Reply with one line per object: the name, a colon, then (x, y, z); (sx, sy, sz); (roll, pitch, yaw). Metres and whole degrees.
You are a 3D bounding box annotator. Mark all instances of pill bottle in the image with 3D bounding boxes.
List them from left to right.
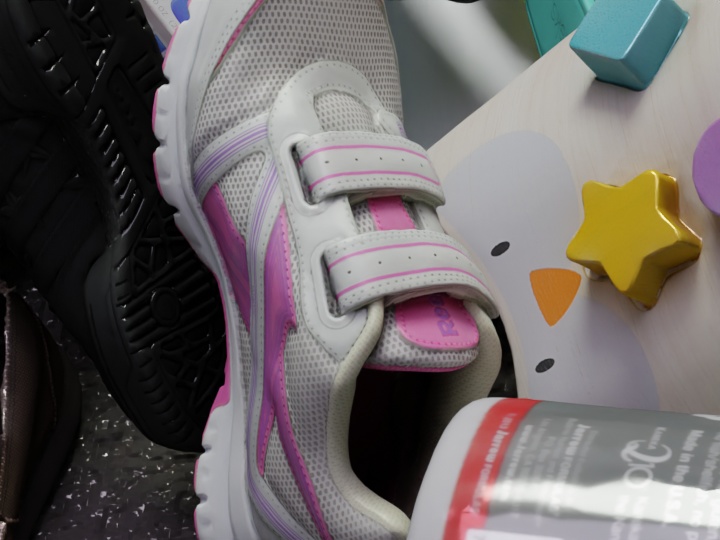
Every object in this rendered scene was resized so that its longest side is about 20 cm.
pill bottle: (0.118, 0.096, 0.691); (0.199, 0.114, 0.114); (4, 45, 18)

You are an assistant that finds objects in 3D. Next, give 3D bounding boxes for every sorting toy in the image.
sorting toy: (0.091, -0.002, 0.786); (0.179, 0.107, 0.201); (-28, 71, 22)

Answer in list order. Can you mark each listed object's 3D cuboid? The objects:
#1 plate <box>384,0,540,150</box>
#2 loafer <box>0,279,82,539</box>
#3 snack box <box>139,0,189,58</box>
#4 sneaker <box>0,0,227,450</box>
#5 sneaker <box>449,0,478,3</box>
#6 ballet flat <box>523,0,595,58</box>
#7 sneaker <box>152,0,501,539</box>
plate: (0.107, -0.069, 0.928); (0.199, 0.032, 0.200); (-10, 42, 4)
loafer: (-0.140, 0.078, 0.809); (0.073, 0.071, 0.201); (-3, 43, 12)
snack box: (-0.065, -0.089, 0.850); (0.024, 0.200, 0.072); (-35, 5, 24)
sneaker: (-0.103, -0.039, 0.814); (0.104, 0.201, 0.060); (-2, 25, 44)
sneaker: (-0.023, -0.135, 0.917); (0.104, 0.060, 0.200); (4, 21, -39)
ballet flat: (0.080, -0.116, 0.926); (0.067, 0.067, 0.200); (-1, 42, -18)
sneaker: (0.000, 0.000, 0.764); (0.081, 0.201, 0.088); (-11, 6, -39)
